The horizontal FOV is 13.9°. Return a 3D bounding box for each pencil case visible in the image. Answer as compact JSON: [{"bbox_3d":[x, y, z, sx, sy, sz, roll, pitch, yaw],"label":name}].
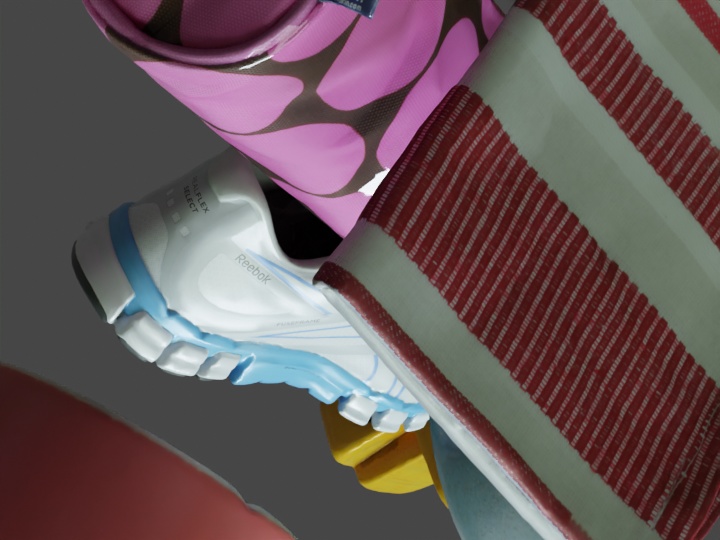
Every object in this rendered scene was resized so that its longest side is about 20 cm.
[{"bbox_3d":[-0.002,-0.067,0.845,0.094,0.091,0.200,-52,157,-2],"label":"pencil case"}]

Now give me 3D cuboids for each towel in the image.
[{"bbox_3d":[0.088,-0.023,0.841,0.200,0.144,0.023,-53,-156,-23],"label":"towel"}]

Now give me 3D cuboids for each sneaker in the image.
[{"bbox_3d":[0.000,0.000,1.012,0.087,0.075,0.200,-40,151,27],"label":"sneaker"}]

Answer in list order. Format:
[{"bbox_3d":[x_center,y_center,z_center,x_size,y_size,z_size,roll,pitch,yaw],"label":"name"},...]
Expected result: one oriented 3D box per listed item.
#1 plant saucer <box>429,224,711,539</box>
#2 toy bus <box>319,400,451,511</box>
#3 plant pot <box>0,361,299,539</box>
[{"bbox_3d":[0.058,0.011,0.953,0.039,0.202,0.201,14,148,-13],"label":"plant saucer"},{"bbox_3d":[0.082,0.038,1.152,0.200,0.079,0.065,-32,154,26],"label":"toy bus"},{"bbox_3d":[-0.121,0.141,1.034,0.178,0.200,0.200,-60,161,-12],"label":"plant pot"}]
